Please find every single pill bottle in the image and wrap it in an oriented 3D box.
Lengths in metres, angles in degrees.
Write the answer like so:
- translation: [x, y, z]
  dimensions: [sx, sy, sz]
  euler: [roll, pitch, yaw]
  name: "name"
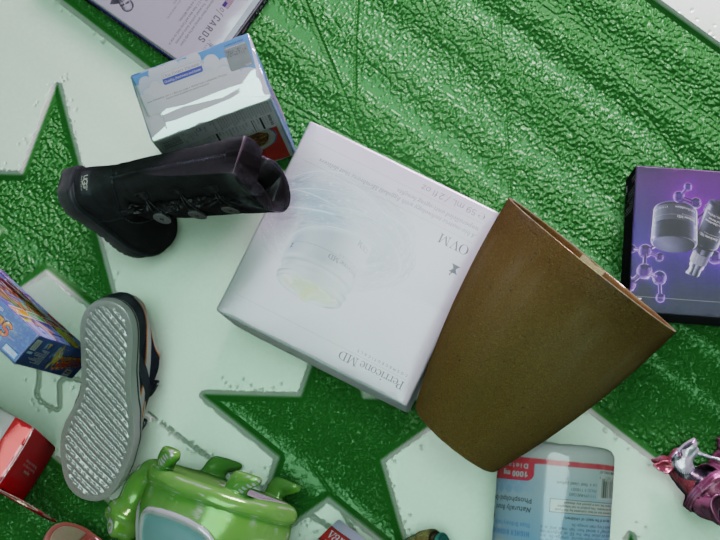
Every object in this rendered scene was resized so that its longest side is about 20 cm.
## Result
- translation: [0.174, 0.261, 1.326]
  dimensions: [0.107, 0.109, 0.202]
  euler: [5, 82, 4]
  name: "pill bottle"

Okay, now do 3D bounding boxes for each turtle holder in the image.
- translation: [-0.155, 0.237, 1.332]
  dimensions: [0.184, 0.141, 0.133]
  euler: [16, 85, 4]
  name: "turtle holder"

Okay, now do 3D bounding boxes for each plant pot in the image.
- translation: [0.144, 0.072, 1.271]
  dimensions: [0.186, 0.186, 0.201]
  euler: [38, 97, 7]
  name: "plant pot"

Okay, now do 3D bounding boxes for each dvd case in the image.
- translation: [-0.193, -0.305, 1.466]
  dimensions: [0.199, 0.025, 0.151]
  euler: [35, 85, 7]
  name: "dvd case"

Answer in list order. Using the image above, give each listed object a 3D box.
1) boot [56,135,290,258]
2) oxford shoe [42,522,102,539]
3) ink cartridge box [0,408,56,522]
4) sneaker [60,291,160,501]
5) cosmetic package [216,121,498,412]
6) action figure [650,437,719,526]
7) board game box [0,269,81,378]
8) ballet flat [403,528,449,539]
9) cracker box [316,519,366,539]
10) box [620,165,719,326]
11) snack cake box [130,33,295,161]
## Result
- translation: [-0.152, -0.065, 1.329]
  dimensions: [0.198, 0.165, 0.066]
  euler: [-9, 74, 26]
  name: "boot"
- translation: [-0.231, 0.324, 1.372]
  dimensions: [0.200, 0.071, 0.074]
  euler: [44, 126, -1]
  name: "oxford shoe"
- translation: [-0.364, 0.157, 1.363]
  dimensions: [0.199, 0.116, 0.068]
  euler: [30, 76, 6]
  name: "ink cartridge box"
- translation: [-0.236, 0.119, 1.389]
  dimensions: [0.078, 0.079, 0.202]
  euler: [13, 103, 9]
  name: "sneaker"
- translation: [0.000, 0.000, 1.366]
  dimensions: [0.198, 0.123, 0.201]
  euler: [26, 86, 6]
  name: "cosmetic package"
- translation: [0.366, 0.213, 1.346]
  dimensions: [0.198, 0.134, 0.150]
  euler: [16, 126, 17]
  name: "action figure"
- translation: [-0.329, 0.038, 1.338]
  dimensions: [0.135, 0.200, 0.035]
  euler: [41, 86, 8]
  name: "board game box"
- translation: [0.080, 0.344, 1.348]
  dimensions: [0.070, 0.071, 0.202]
  euler: [-20, 82, 0]
  name: "ballet flat"
- translation: [-0.041, 0.335, 1.291]
  dimensions: [0.200, 0.058, 0.134]
  euler: [-41, 41, -18]
  name: "cracker box"
- translation: [0.352, -0.019, 1.372]
  dimensions: [0.198, 0.079, 0.143]
  euler: [4, 85, 4]
  name: "box"
- translation: [-0.133, -0.144, 1.352]
  dimensions: [0.114, 0.200, 0.068]
  euler: [-20, 80, 0]
  name: "snack cake box"
